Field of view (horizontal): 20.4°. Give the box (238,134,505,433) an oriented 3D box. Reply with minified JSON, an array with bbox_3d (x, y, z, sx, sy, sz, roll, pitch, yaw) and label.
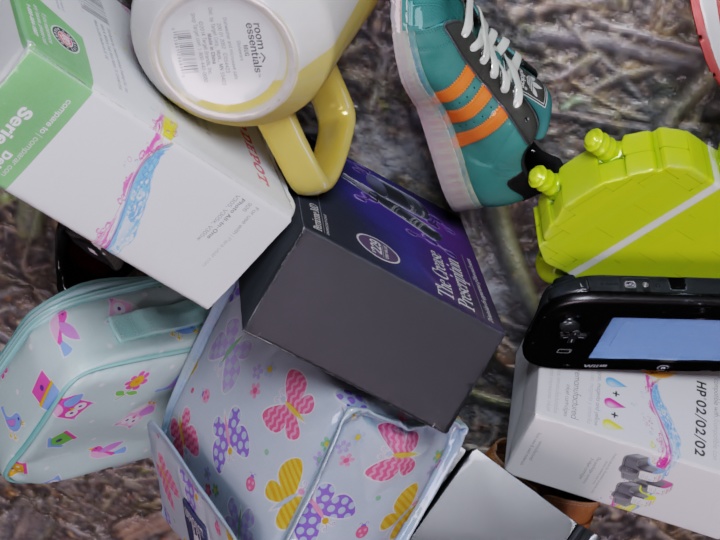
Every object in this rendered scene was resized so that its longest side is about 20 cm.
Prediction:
[{"bbox_3d":[0.000,0.000,1.236,0.140,0.200,0.079,25,107,-14],"label":"box"}]

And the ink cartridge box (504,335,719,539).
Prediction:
[{"bbox_3d":[0.204,0.104,1.359,0.198,0.116,0.068,17,134,-6],"label":"ink cartridge box"}]

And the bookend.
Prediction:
[{"bbox_3d":[0.047,0.158,1.347,0.198,0.092,0.200,36,174,3],"label":"bookend"}]

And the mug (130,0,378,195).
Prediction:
[{"bbox_3d":[-0.047,-0.149,1.131,0.186,0.154,0.149,36,124,-15],"label":"mug"}]

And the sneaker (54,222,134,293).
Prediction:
[{"bbox_3d":[-0.152,-0.048,1.309,0.076,0.084,0.201,18,134,-7],"label":"sneaker"}]

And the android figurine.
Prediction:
[{"bbox_3d":[0.191,-0.029,1.260,0.199,0.041,0.182,27,135,-34],"label":"android figurine"}]

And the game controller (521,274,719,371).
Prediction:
[{"bbox_3d":[0.205,0.037,1.286,0.198,0.042,0.105,2,144,-9],"label":"game controller"}]

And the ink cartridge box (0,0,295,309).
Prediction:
[{"bbox_3d":[-0.146,-0.087,1.149,0.199,0.146,0.088,31,112,-35],"label":"ink cartridge box"}]

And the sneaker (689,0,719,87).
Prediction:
[{"bbox_3d":[0.239,-0.180,1.110,0.115,0.079,0.201,-8,132,20],"label":"sneaker"}]

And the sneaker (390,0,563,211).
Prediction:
[{"bbox_3d":[0.072,-0.118,1.212,0.079,0.072,0.201,-7,138,15],"label":"sneaker"}]

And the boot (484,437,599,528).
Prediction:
[{"bbox_3d":[0.146,0.213,1.505,0.199,0.074,0.155,22,129,-13],"label":"boot"}]

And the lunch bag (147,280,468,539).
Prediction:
[{"bbox_3d":[-0.051,0.128,1.277,0.126,0.170,0.201,10,117,-38],"label":"lunch bag"}]

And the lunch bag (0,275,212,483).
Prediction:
[{"bbox_3d":[-0.151,0.063,1.358,0.199,0.077,0.161,-12,150,-41],"label":"lunch bag"}]
